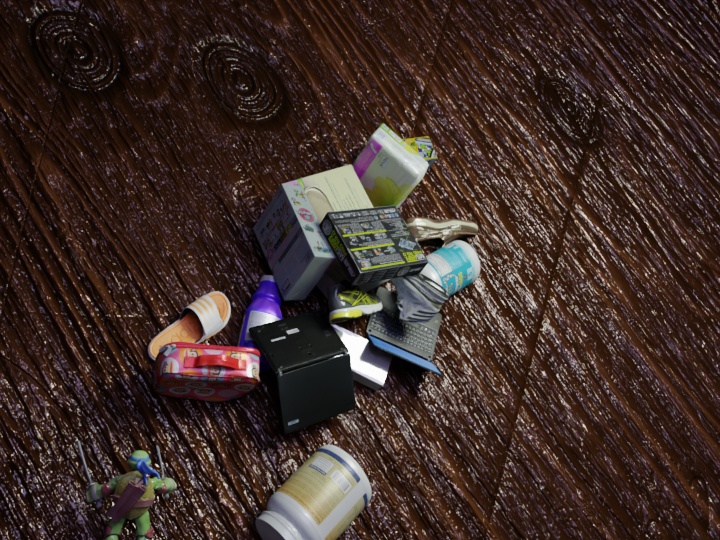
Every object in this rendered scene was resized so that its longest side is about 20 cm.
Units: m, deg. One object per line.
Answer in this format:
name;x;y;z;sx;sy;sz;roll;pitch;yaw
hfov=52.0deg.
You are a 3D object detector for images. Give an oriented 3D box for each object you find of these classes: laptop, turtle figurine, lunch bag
laptop;0.110;0.134;1.671;0.175;0.103;0.203;24;58;-11
turtle figurine;-0.410;0.414;1.323;0.143;0.197;0.198;13;81;-48
lunch bag;-0.295;0.192;1.423;0.196;0.176;0.084;7;65;-21
laptop;-0.118;0.201;1.520;0.175;0.104;0.201;-13;48;-34

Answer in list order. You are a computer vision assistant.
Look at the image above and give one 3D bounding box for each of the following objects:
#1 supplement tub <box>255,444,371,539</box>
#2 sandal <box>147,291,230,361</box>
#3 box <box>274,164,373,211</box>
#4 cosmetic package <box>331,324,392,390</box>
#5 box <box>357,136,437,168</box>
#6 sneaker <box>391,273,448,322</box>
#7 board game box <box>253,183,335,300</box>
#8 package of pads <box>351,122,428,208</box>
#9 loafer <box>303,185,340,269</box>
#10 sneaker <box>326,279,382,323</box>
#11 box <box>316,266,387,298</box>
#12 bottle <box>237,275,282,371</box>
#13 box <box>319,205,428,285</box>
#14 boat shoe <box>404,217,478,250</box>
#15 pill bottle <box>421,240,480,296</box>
supplement tub;-0.088;0.448;1.401;0.145;0.145;0.199;47;56;6
sandal;-0.342;0.113;1.512;0.079;0.059;0.206;46;56;4
box;-0.078;-0.128;1.727;0.197;0.097;0.178;-20;74;-31
cosmetic package;-0.032;0.181;1.616;0.197;0.051;0.084;27;59;-8
box;0.095;-0.291;1.903;0.197;0.064;0.071;-11;70;-28
sneaker;0.088;0.045;1.650;0.199;0.116;0.076;35;18;5
board game box;-0.145;-0.061;1.588;0.063;0.148;0.202;0;52;-42
package of pads;0.058;-0.230;1.774;0.154;0.200;0.068;40;51;0
loafer;-0.078;-0.104;1.615;0.074;0.068;0.203;-11;70;-27
sneaker;-0.011;0.059;1.604;0.199;0.073;0.086;-12;89;-67
box;0.000;0.000;1.701;0.198;0.069;0.082;-27;57;-33
bottle;-0.208;0.109;1.569;0.082;0.065;0.203;18;59;-18
box;0.030;-0.057;1.569;0.197;0.044;0.162;-10;60;-40
boat shoe;0.202;-0.085;1.849;0.198;0.075;0.076;2;78;-16
pill bottle;0.184;0.014;1.760;0.198;0.111;0.112;-27;77;-31
